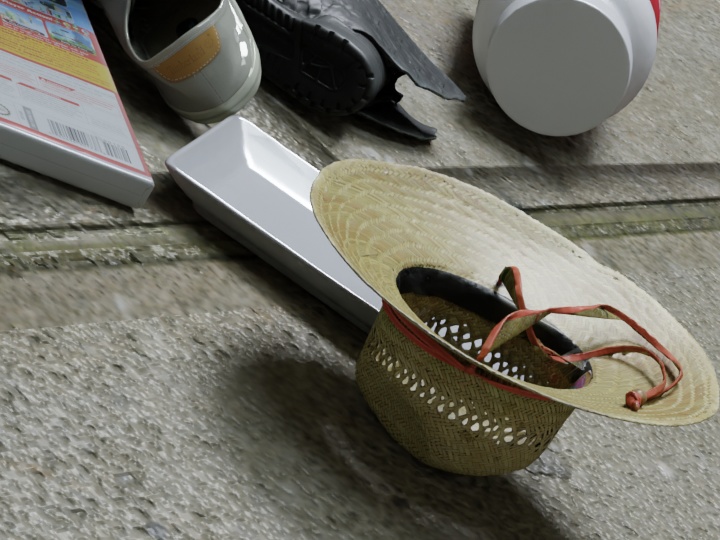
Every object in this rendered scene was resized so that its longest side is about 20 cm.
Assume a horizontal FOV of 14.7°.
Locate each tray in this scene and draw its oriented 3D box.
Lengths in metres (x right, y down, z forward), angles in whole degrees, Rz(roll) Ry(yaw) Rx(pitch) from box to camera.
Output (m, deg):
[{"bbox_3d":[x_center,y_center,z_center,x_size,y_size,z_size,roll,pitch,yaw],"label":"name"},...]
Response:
[{"bbox_3d":[0.000,0.000,1.322,0.200,0.022,0.107,35,21,5],"label":"tray"}]

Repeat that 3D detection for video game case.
[{"bbox_3d":[-0.180,-0.109,1.307,0.143,0.017,0.200,21,25,-29],"label":"video game case"}]

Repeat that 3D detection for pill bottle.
[{"bbox_3d":[0.127,-0.153,1.701,0.112,0.112,0.200,31,22,-5],"label":"pill bottle"}]

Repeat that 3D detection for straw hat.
[{"bbox_3d":[0.049,0.042,1.216,0.201,0.085,0.201,24,23,-11],"label":"straw hat"}]

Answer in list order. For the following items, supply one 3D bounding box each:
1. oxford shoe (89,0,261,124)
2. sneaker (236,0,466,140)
[{"bbox_3d":[-0.109,-0.154,1.418,0.058,0.075,0.200,49,7,-49],"label":"oxford shoe"},{"bbox_3d":[-0.036,-0.139,1.524,0.200,0.060,0.104,39,21,4],"label":"sneaker"}]
